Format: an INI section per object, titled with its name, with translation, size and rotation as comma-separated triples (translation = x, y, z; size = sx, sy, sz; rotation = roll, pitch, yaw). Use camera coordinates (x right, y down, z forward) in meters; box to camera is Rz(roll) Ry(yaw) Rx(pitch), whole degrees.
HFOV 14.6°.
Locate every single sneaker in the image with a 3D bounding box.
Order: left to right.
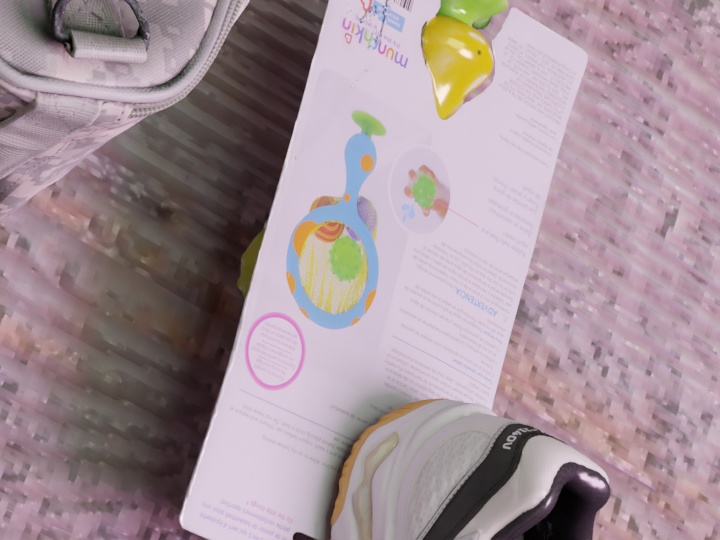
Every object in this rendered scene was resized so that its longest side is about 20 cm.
[sneaker]
translation = 0.037, 0.142, 0.849
size = 0.076, 0.088, 0.201
rotation = -10, 102, -42

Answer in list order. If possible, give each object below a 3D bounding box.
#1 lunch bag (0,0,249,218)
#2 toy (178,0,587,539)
[lunch bag]
translation = -0.112, -0.093, 0.755
size = 0.139, 0.200, 0.168
rotation = 10, 70, -30
[toy]
translation = 0.000, 0.000, 0.894
size = 0.115, 0.047, 0.201
rotation = 28, 75, -40
